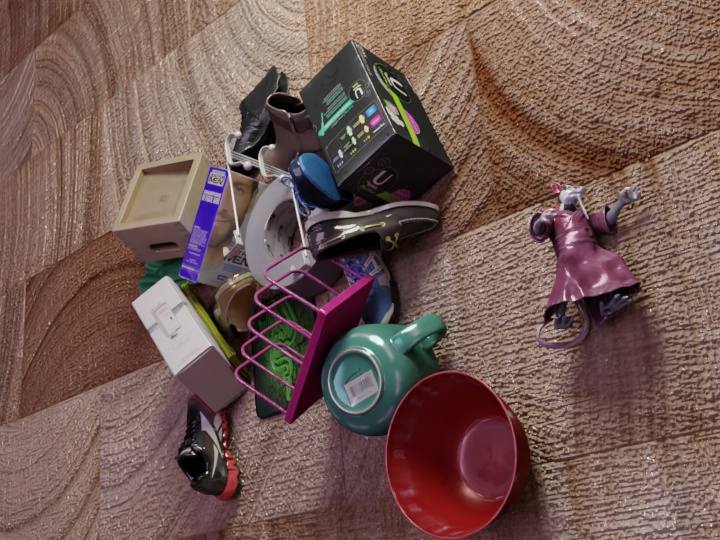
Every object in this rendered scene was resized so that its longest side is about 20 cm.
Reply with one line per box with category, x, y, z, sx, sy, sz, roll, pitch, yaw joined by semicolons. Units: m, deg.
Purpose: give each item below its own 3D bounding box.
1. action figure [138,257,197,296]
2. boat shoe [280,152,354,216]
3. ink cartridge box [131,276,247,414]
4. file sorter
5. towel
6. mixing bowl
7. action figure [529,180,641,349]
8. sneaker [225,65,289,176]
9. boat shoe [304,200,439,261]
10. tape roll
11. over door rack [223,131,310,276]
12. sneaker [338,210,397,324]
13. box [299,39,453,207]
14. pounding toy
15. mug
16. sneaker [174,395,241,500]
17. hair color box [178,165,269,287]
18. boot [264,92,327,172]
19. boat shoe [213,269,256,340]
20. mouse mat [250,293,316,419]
action figure;-0.328;-0.008;1.640;0.198;0.054;0.120;-3;75;35
boat shoe;-0.065;-0.111;1.258;0.068;0.200;0.085;-24;74;13
ink cartridge box;-0.293;0.127;1.495;0.082;0.147;0.200;-38;50;-6
file sorter;-0.089;0.086;1.265;0.125;0.139;0.202;30;122;18
towel;-0.250;0.103;1.519;0.018;0.086;0.200;-37;52;-5
mixing bowl;0.139;0.235;1.100;0.199;0.108;0.203;-14;68;39
action figure;0.275;-0.025;1.079;0.150;0.132;0.202;95;171;-53
sneaker;-0.191;-0.268;1.584;0.200;0.060;0.104;-49;52;15
boat shoe;0.022;-0.053;1.258;0.198;0.072;0.061;-9;63;-6
tape roll;-0.101;-0.060;1.432;0.199;0.066;0.203;-16;66;39
over door rack;-0.135;-0.105;1.332;0.066;0.147;0.203;-24;61;40
sneaker;0.000;0.000;1.316;0.075;0.077;0.202;-30;63;31
box;0.021;-0.213;1.306;0.124;0.148;0.201;-40;55;25
pounding toy;-0.354;-0.112;1.631;0.198;0.142;0.186;-6;53;27
mug;0.024;0.136;1.206;0.151;0.114;0.187;16;96;31
sneaker;-0.269;0.290;1.471;0.071;0.097;0.202;-41;53;29
hair color box;-0.235;-0.070;1.532;0.064;0.109;0.203;14;89;43
boot;-0.117;-0.228;1.436;0.198;0.147;0.071;9;56;35
boat shoe;-0.200;0.065;1.453;0.077;0.071;0.200;62;162;14
mouse mat;-0.127;0.133;1.446;0.160;0.007;0.202;-25;61;36
